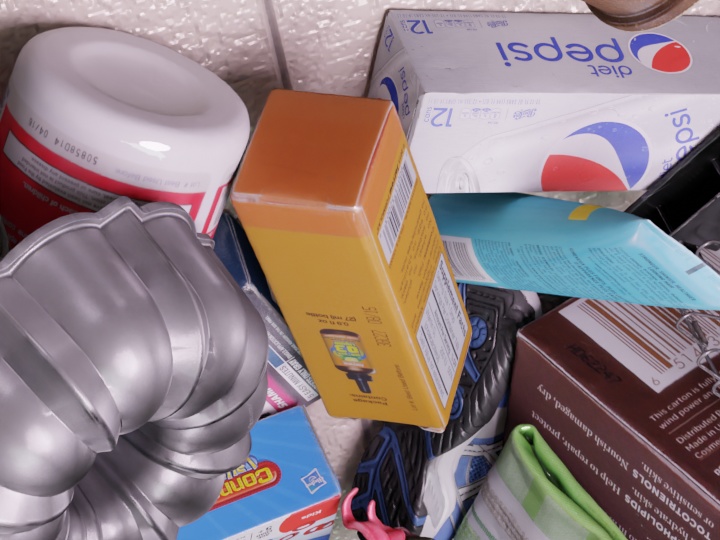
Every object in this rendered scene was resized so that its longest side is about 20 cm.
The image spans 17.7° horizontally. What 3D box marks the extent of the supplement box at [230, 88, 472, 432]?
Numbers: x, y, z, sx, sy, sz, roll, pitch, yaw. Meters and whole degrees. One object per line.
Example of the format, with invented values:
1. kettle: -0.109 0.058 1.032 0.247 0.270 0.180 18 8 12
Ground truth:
1. supplement box: 0.000 0.000 1.114 0.066 0.069 0.201 7 146 19

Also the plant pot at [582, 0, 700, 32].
1. plant pot: 0.053 -0.219 0.920 0.197 0.201 0.201 15 126 -22

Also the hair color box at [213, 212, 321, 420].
1. hair color box: -0.120 0.066 1.205 0.199 0.061 0.100 -32 134 11

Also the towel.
1. towel: 0.102 0.185 1.243 0.031 0.149 0.200 -32 159 -27

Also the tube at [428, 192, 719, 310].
1. tube: 0.101 -0.011 1.123 0.077 0.199 0.051 30 80 -31

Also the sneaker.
1. sneaker: 0.057 0.078 1.284 0.077 0.076 0.201 -10 140 -36

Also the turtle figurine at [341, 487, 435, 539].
1. turtle figurine: 0.019 0.187 1.206 0.101 0.149 0.200 -51 170 -9

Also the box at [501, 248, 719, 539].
1. box: 0.186 0.110 1.249 0.165 0.164 0.201 -30 142 -29

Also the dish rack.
1. dish rack: 0.218 0.020 1.098 0.153 0.201 0.054 -42 144 23

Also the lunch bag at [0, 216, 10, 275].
1. lunch bag: -0.251 -0.004 0.997 0.139 0.200 0.168 15 119 -33

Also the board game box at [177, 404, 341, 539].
1. board game box: -0.118 0.168 1.236 0.199 0.056 0.196 -20 156 -17

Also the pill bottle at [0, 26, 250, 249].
1. pill bottle: -0.133 -0.002 1.078 0.111 0.112 0.201 9 117 -27

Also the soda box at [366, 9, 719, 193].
1. soda box: 0.107 -0.083 1.143 0.198 0.069 0.064 -2 132 -20

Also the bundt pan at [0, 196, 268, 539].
1. bundt pan: -0.116 0.071 0.983 0.201 0.076 0.203 -38 153 -23
